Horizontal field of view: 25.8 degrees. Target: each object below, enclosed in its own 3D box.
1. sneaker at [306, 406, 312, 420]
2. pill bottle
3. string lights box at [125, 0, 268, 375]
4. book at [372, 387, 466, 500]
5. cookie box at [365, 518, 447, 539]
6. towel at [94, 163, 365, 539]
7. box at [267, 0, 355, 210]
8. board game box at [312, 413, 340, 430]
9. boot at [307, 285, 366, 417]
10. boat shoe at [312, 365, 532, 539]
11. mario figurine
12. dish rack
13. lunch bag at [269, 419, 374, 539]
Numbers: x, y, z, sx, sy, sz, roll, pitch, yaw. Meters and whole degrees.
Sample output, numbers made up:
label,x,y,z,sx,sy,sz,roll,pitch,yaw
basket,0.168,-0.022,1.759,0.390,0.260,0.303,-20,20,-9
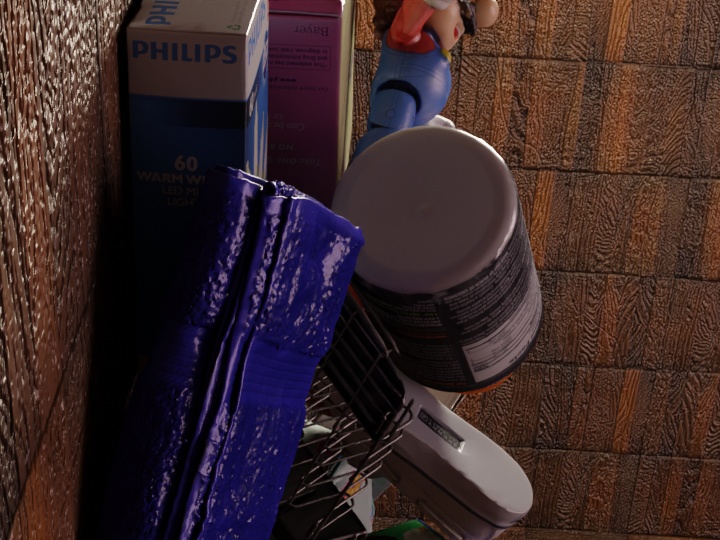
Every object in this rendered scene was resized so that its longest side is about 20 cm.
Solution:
label,x,y,z,sx,sy,sz,roll,pitch,yaw
sneaker,-0.055,0.084,1.134,0.088,0.075,0.201,-32,145,-79
pill bottle,0.052,0.007,0.935,0.200,0.106,0.107,66,25,-62
string lights box,-0.080,-0.045,0.792,0.103,0.059,0.201,-84,177,-59
book,0.037,0.103,1.157,0.134,0.048,0.200,-56,179,-21
cookie box,-0.027,0.265,0.973,0.075,0.199,0.172,26,-62,49
towel,-0.054,0.060,0.740,0.148,0.049,0.201,22,85,-67
box,-0.055,-0.120,0.963,0.176,0.096,0.201,-86,178,-49
board game box,-0.031,0.133,1.273,0.200,0.034,0.135,-51,-178,34
boot,0.000,0.000,1.057,0.201,0.107,0.075,-68,-167,-7
boat shoe,0.016,0.104,1.007,0.070,0.200,0.071,-48,-174,32
mario figurine,0.050,-0.131,0.997,0.123,0.106,0.201,-12,-117,56
dish rack,-0.032,0.068,0.923,0.154,0.054,0.200,52,-41,21
lunch bag,-0.061,0.205,1.088,0.160,0.077,0.201,-47,150,-36
